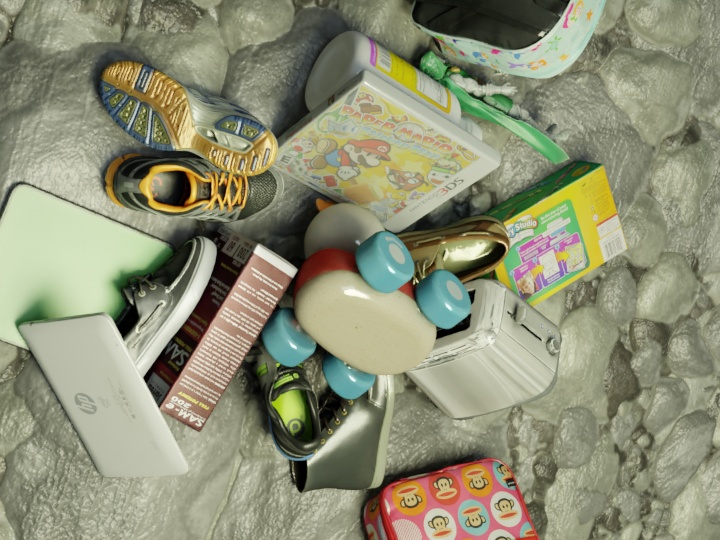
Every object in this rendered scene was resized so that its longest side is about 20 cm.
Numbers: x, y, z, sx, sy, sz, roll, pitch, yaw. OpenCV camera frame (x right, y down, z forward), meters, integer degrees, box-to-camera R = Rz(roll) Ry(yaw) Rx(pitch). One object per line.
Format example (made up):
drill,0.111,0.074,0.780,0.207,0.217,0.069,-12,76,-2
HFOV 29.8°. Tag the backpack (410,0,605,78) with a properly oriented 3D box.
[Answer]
backpack,0.178,-0.308,1.524,0.150,0.199,0.179,29,83,-50

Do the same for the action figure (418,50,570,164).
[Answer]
action figure,0.152,-0.199,1.592,0.199,0.118,0.055,27,93,-20

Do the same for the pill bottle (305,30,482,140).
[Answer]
pill bottle,0.042,-0.179,1.524,0.199,0.104,0.105,28,85,-30

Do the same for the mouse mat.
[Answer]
mouse mat,-0.303,0.015,1.424,0.199,0.008,0.163,24,87,-31

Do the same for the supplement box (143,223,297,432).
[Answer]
supplement box,-0.160,0.059,1.445,0.061,0.109,0.201,32,87,-30

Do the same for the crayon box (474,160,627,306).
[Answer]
crayon box,0.229,-0.040,1.680,0.199,0.058,0.120,-29,111,-22

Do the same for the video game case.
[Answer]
video game case,0.023,-0.125,1.493,0.199,0.181,0.023,27,50,-29

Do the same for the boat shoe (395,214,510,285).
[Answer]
boat shoe,0.081,-0.009,1.566,0.198,0.074,0.076,-23,108,1

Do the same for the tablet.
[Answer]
tablet,-0.266,0.133,1.400,0.014,0.129,0.202,-51,126,-48

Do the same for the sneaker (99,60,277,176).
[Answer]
sneaker,-0.182,-0.159,1.428,0.198,0.088,0.076,28,102,-8

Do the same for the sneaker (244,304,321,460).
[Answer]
sneaker,-0.086,0.113,1.506,0.070,0.083,0.202,-19,88,-22

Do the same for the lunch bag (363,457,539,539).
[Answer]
lunch bag,0.115,0.330,1.627,0.198,0.082,0.178,-9,66,-28

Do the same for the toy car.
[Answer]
toy car,0.000,0.000,1.500,0.176,0.201,0.184,31,126,-33

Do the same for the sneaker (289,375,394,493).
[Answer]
sneaker,-0.023,0.164,1.567,0.105,0.075,0.203,-4,102,-28

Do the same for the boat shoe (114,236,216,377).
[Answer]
boat shoe,-0.230,0.041,1.432,0.066,0.070,0.201,36,88,-31

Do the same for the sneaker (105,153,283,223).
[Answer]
sneaker,-0.168,-0.085,1.441,0.198,0.077,0.079,-4,99,-30

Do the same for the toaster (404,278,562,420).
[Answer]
toaster,0.130,0.093,1.589,0.129,0.199,0.114,43,45,-31
